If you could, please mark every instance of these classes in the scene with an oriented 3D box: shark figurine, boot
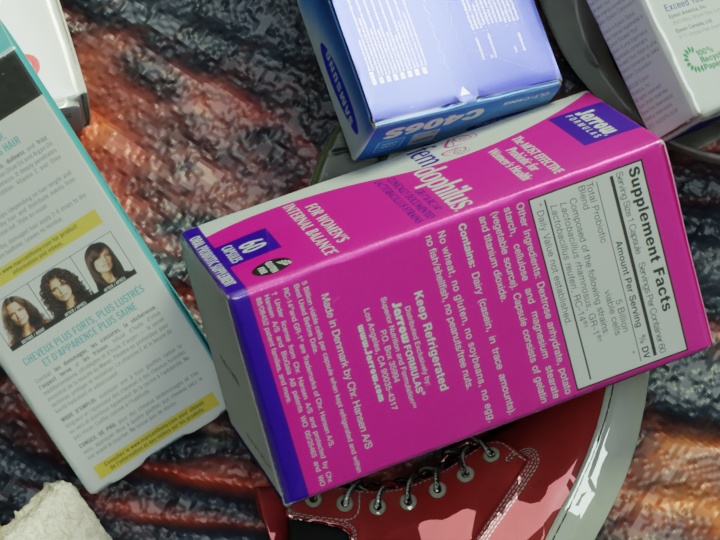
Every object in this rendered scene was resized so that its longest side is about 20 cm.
[{"bbox_3d":[0.112,-0.149,1.268,0.127,0.090,0.216,-2,81,-2],"label":"shark figurine"},{"bbox_3d":[0.036,0.091,1.231,0.144,0.072,0.201,26,85,-7],"label":"boot"}]

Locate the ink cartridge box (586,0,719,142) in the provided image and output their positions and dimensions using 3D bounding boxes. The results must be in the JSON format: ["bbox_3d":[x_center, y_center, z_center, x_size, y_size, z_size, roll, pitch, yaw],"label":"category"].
[{"bbox_3d":[0.165,-0.174,1.246,0.196,0.043,0.201,-19,82,-40],"label":"ink cartridge box"}]

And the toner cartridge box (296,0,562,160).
[{"bbox_3d":[0.011,-0.156,1.234,0.094,0.043,0.201,-14,74,-18],"label":"toner cartridge box"}]

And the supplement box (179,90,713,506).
[{"bbox_3d":[0.036,0.009,1.181,0.199,0.101,0.104,-19,110,-11],"label":"supplement box"}]

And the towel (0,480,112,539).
[{"bbox_3d":[-0.140,0.187,1.161,0.034,0.200,0.133,-25,104,35],"label":"towel"}]

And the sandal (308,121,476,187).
[{"bbox_3d":[-0.001,0.000,1.258,0.079,0.057,0.202,22,96,-11],"label":"sandal"}]

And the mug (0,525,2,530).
[{"bbox_3d":[-0.211,0.200,1.178,0.186,0.149,0.153,-39,94,-1],"label":"mug"}]

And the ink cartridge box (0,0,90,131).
[{"bbox_3d":[-0.220,-0.142,1.249,0.146,0.083,0.201,-18,84,-6],"label":"ink cartridge box"}]

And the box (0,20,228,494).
[{"bbox_3d":[-0.138,-0.005,1.202,0.082,0.049,0.201,-32,117,-2],"label":"box"}]
